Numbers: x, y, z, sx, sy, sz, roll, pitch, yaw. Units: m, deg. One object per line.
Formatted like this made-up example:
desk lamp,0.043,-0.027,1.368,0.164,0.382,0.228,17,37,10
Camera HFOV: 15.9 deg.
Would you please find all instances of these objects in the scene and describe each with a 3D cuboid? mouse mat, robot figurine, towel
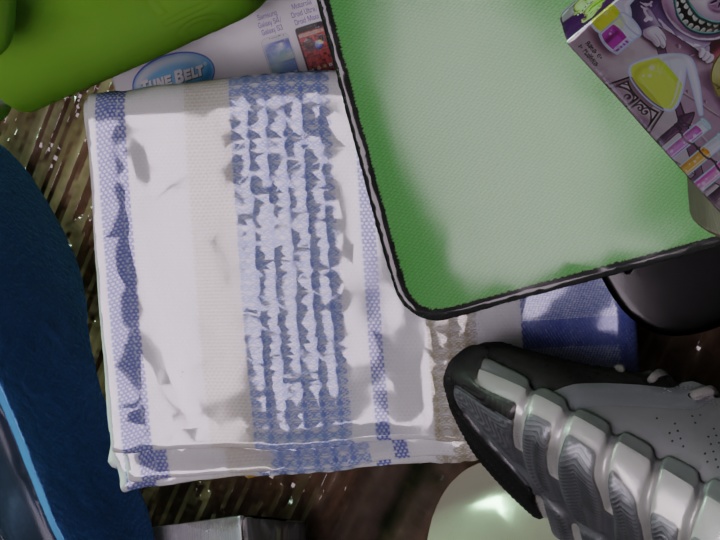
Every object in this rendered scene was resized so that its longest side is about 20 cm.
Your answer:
mouse mat,0.089,-0.082,0.872,0.199,0.008,0.162,-15,95,5
robot figurine,-0.110,-0.124,0.923,0.199,0.176,0.116,-22,109,11
towel,0.000,0.000,0.930,0.198,0.024,0.148,-5,97,3

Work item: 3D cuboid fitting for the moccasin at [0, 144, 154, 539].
moccasin,-0.147,0.045,1.012,0.068,0.080,0.201,-32,66,39

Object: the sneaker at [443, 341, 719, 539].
sneaker,0.134,0.058,0.886,0.199,0.116,0.075,32,157,24

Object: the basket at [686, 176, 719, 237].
basket,0.156,-0.114,0.786,0.135,0.180,0.202,1,105,13

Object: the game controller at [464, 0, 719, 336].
game controller,0.100,-0.080,0.889,0.104,0.042,0.201,-27,93,-6

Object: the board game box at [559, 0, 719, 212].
board game box,0.165,-0.036,0.730,0.120,0.032,0.200,-41,109,13

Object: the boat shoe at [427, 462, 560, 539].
boat shoe,0.083,0.164,0.952,0.071,0.062,0.201,-40,58,28

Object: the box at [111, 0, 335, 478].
box,-0.019,-0.029,0.975,0.118,0.041,0.201,-14,101,28

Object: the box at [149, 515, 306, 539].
box,-0.110,0.188,1.038,0.199,0.048,0.160,-10,78,31
